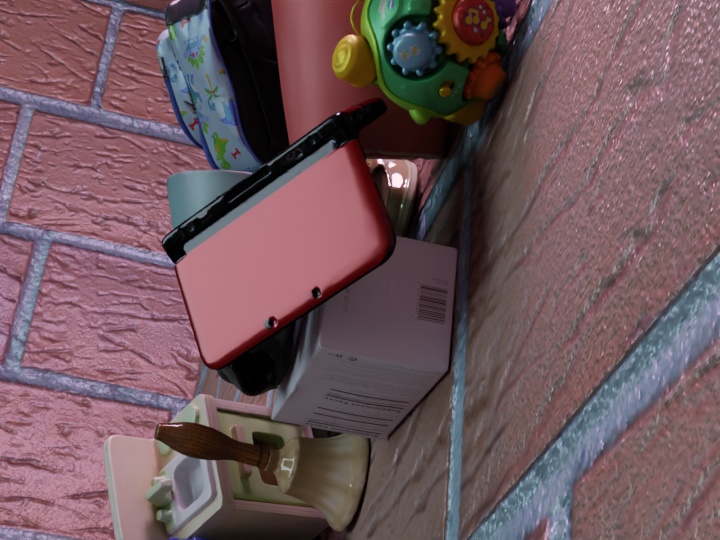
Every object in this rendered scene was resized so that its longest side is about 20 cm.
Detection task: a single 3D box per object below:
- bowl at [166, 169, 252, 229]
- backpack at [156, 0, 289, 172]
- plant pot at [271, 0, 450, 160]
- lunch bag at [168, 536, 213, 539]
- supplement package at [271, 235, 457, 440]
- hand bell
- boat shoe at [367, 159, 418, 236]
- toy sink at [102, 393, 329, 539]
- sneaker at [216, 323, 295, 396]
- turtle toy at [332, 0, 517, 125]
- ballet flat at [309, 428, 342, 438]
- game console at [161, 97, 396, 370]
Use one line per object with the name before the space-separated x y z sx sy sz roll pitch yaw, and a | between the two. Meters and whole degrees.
bowl | -0.095 -0.019 1.371 0.201 0.199 0.106 150 130 -76
backpack | -0.095 -0.183 1.421 0.146 0.182 0.202 -14 93 50
plant pot | 0.009 -0.193 1.304 0.200 0.198 0.179 -164 76 -80
lunch bag | -0.130 0.352 1.440 0.128 0.168 0.201 -110 33 -55
supplement package | 0.000 0.059 1.237 0.200 0.109 0.115 123 156 -63
hand bell | -0.101 0.179 1.381 0.104 0.198 0.105 -165 90 -74
boat shoe | 0.015 -0.091 1.442 0.200 0.066 0.075 -103 27 -66
toy sink | -0.143 0.211 1.458 0.112 0.199 0.131 -43 47 35
sneaker | -0.100 0.074 1.267 0.200 0.066 0.091 124 158 -60
turtle toy | 0.067 -0.214 1.148 0.101 0.145 0.202 -5 74 57
ballet flat | -0.022 0.103 1.517 0.067 0.046 0.202 -179 95 -65
game console | -0.051 -0.034 1.177 0.199 0.119 0.172 -32 2 23
